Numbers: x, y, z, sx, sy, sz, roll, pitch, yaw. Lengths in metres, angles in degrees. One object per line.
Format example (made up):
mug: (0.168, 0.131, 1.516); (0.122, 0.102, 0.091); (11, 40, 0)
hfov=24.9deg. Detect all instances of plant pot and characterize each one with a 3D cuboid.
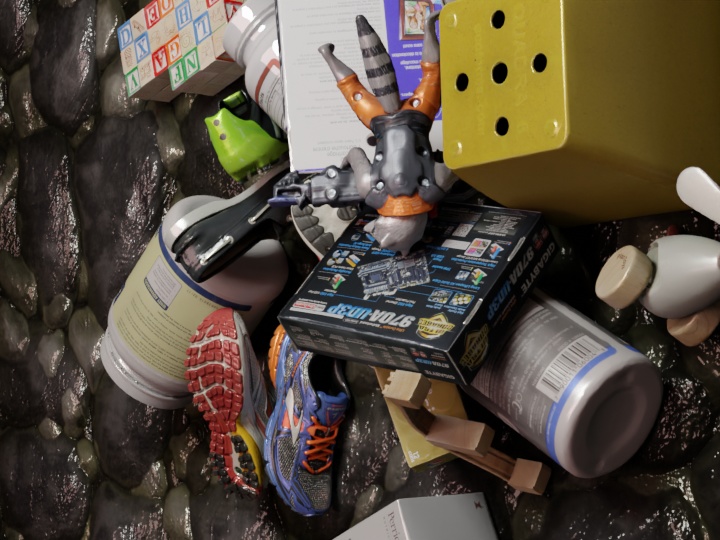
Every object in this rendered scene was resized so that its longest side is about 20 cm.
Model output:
plant pot: (0.171, -0.150, 1.320); (0.199, 0.175, 0.202); (-8, 82, 49)

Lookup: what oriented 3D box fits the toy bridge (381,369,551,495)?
toy bridge: (0.084, 0.140, 1.395); (0.067, 0.200, 0.027); (6, 66, 47)

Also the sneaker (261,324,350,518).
sneaker: (-0.049, 0.147, 1.631); (0.078, 0.075, 0.202); (-8, 83, 45)

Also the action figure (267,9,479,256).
action figure: (0.006, -0.107, 1.376); (0.198, 0.105, 0.196); (-12, 82, 7)

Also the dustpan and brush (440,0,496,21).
dustpan and brush: (0.083, -0.259, 1.405); (0.057, 0.200, 0.141); (-6, 83, 19)

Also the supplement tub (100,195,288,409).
supplement tub: (-0.181, 0.036, 1.731); (0.201, 0.144, 0.146); (-54, 51, 31)

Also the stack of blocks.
stack of blocks: (-0.189, -0.257, 1.823); (0.199, 0.058, 0.116); (-26, 69, 45)

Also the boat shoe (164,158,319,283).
boat shoe: (-0.098, -0.053, 1.628); (0.061, 0.199, 0.076); (53, 164, 17)

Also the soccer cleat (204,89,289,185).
soccer cleat: (-0.101, -0.144, 1.628); (0.067, 0.200, 0.082); (-27, 96, 17)

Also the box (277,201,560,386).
box: (0.048, 0.011, 1.385); (0.199, 0.046, 0.159); (8, 51, 42)

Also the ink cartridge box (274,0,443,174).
ink cartridge box: (0.024, -0.181, 1.481); (0.043, 0.196, 0.202); (97, 169, -72)

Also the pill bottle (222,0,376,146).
pill bottle: (-0.038, -0.177, 1.565); (0.200, 0.112, 0.113); (46, 123, 16)

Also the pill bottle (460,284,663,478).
pill bottle: (0.149, 0.078, 1.377); (0.200, 0.113, 0.115); (37, 114, 44)

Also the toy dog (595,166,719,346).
toy dog: (0.276, -0.021, 1.255); (0.199, 0.132, 0.097); (-16, 44, 39)

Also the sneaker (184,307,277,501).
sneaker: (-0.123, 0.130, 1.671); (0.077, 0.082, 0.202); (7, 117, 35)

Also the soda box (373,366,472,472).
soda box: (0.045, 0.079, 1.494); (0.067, 0.064, 0.202); (-21, 77, 3)

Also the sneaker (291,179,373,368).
sneaker: (0.000, 0.000, 1.591); (0.076, 0.085, 0.202); (-24, 86, 4)

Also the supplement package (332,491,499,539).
supplement package: (0.030, 0.297, 1.495); (0.200, 0.117, 0.118); (-39, 59, 40)
